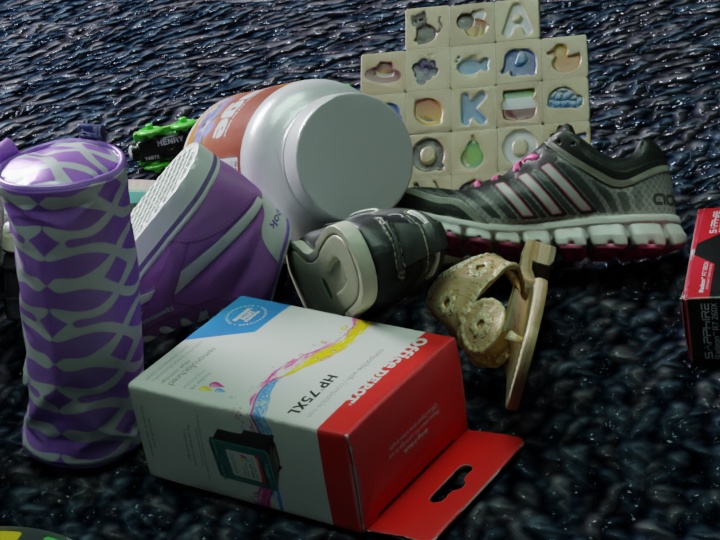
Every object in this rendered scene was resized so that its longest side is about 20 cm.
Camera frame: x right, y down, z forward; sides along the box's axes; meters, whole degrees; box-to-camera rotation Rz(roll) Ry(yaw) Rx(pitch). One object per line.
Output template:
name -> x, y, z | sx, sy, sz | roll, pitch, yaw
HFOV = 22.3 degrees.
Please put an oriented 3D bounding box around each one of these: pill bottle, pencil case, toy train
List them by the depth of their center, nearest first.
pencil case -> -0.175, 0.019, 1.092 | 0.085, 0.201, 0.084 | 6, 24, 18
pill bottle -> -0.043, -0.074, 1.263 | 0.112, 0.113, 0.200 | -22, 9, -23
toy train -> -0.095, -0.121, 1.521 | 0.199, 0.042, 0.056 | -12, 16, -3

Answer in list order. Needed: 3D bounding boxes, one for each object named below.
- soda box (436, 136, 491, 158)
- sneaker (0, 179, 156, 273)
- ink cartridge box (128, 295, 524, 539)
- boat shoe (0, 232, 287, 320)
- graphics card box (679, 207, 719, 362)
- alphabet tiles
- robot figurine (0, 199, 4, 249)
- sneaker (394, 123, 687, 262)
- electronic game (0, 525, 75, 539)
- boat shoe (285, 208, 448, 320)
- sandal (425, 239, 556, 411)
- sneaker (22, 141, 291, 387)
soda box -> 0.023, -0.087, 1.382 | 0.199, 0.064, 0.070 | 5, 30, 30
sneaker -> -0.224, -0.026, 1.339 | 0.198, 0.072, 0.080 | -5, 22, 7
ink cartridge box -> -0.019, 0.083, 1.053 | 0.199, 0.068, 0.116 | 9, 32, 33
boat shoe -> -0.147, 0.007, 1.263 | 0.200, 0.064, 0.074 | 0, 6, -11
graphics card box -> 0.301, 0.005, 1.112 | 0.199, 0.051, 0.126 | -3, 27, 17
alphabet tiles -> 0.081, -0.099, 1.298 | 0.165, 0.006, 0.201 | -4, 70, 13
robot figurine -> -0.304, -0.005, 1.252 | 0.112, 0.170, 0.201 | 25, 37, -26
sneaker -> 0.119, -0.054, 1.225 | 0.198, 0.088, 0.074 | 1, -10, 9
electronic game -> -0.218, 0.194, 0.932 | 0.199, 0.042, 0.200 | -8, 26, 4
boat shoe -> 0.000, 0.000, 1.153 | 0.067, 0.072, 0.200 | -24, 0, -17
sandal -> 0.074, 0.024, 1.099 | 0.069, 0.078, 0.212 | 15, 17, 5
sneaker -> -0.126, 0.026, 1.187 | 0.200, 0.114, 0.073 | -45, 25, 16
